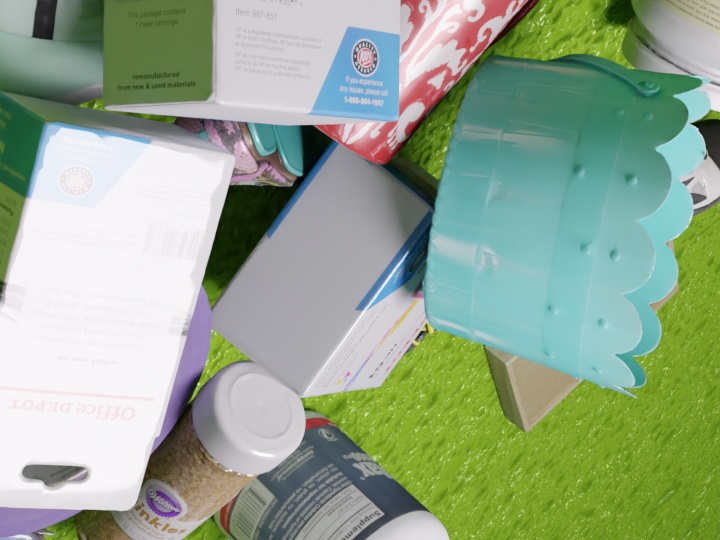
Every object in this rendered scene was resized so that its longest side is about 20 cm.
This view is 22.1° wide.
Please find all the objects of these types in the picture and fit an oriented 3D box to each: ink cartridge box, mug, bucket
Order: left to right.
[{"bbox_3d":[-0.152,0.018,0.949,0.116,0.067,0.200,8,103,-40],"label":"ink cartridge box"},{"bbox_3d":[-0.052,-0.177,0.928,0.145,0.084,0.200,0,92,-51],"label":"ink cartridge box"},{"bbox_3d":[0.000,0.000,1.202,0.145,0.085,0.200,-54,169,8],"label":"ink cartridge box"},{"bbox_3d":[0.048,-0.163,1.095,0.177,0.133,0.200,30,103,-34],"label":"mug"},{"bbox_3d":[0.128,-0.035,1.130,0.207,0.135,0.207,14,90,-76],"label":"bucket"}]

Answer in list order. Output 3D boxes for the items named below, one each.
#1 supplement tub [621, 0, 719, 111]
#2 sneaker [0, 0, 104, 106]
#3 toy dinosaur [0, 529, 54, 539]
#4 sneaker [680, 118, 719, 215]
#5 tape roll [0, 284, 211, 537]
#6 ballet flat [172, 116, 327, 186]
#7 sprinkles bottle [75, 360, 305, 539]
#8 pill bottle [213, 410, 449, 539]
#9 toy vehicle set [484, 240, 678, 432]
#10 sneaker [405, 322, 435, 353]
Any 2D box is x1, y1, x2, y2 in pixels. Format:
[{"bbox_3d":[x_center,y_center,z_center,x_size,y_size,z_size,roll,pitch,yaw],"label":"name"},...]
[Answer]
[{"bbox_3d":[0.281,-0.226,1.316,0.145,0.145,0.200,-11,131,-46],"label":"supplement tub"},{"bbox_3d":[-0.114,-0.157,0.956,0.200,0.074,0.118,-26,147,-30],"label":"sneaker"},{"bbox_3d":[-0.231,0.155,1.135,0.182,0.105,0.200,-62,140,-21],"label":"toy dinosaur"},{"bbox_3d":[0.241,-0.086,1.479,0.200,0.074,0.089,-30,145,-30],"label":"sneaker"},{"bbox_3d":[-0.190,0.052,1.074,0.200,0.085,0.200,-32,143,-28],"label":"tape roll"},{"bbox_3d":[-0.074,-0.077,1.085,0.071,0.069,0.200,-17,180,12],"label":"ballet flat"},{"bbox_3d":[-0.113,0.131,1.191,0.068,0.068,0.200,-16,161,-43],"label":"sprinkles bottle"},{"bbox_3d":[-0.004,0.206,1.354,0.120,0.200,0.120,-32,145,-27],"label":"pill bottle"},{"bbox_3d":[0.196,0.041,1.599,0.200,0.027,0.124,-41,147,-15],"label":"toy vehicle set"},{"bbox_3d":[0.057,0.011,1.338,0.200,0.085,0.074,-51,148,1],"label":"sneaker"}]
